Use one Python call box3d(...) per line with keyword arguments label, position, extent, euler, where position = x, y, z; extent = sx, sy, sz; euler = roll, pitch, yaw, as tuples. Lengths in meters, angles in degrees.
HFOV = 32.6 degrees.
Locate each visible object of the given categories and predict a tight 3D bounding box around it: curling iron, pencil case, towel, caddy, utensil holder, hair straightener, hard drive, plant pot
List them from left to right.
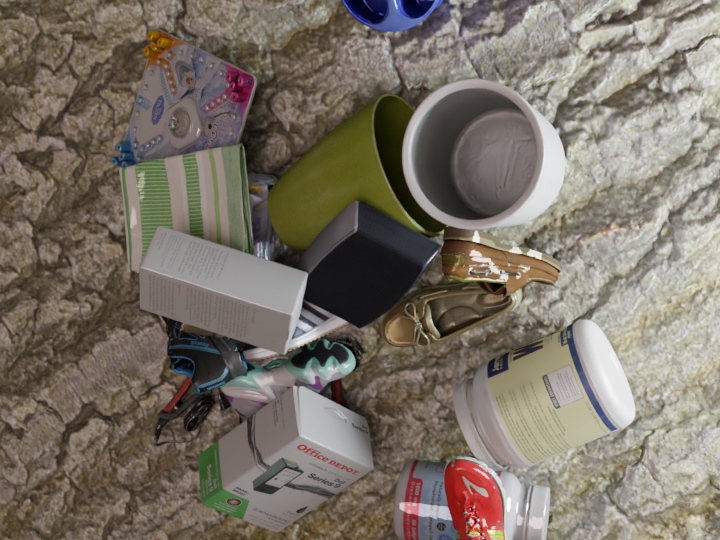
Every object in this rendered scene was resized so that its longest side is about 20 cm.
box3d(label="towel", position=(-0.229, -0.076, 1.602), extent=(0.199, 0.023, 0.154), euler=(-5, 90, 31))
box3d(label="hair straightener", position=(-0.226, 0.184, 1.752), extent=(0.077, 0.041, 0.200), euler=(40, 103, 3))
box3d(label="pencil case", position=(-0.153, -0.034, 1.664), extent=(0.090, 0.083, 0.202), euler=(9, 105, 23))
box3d(label="curling iron", position=(-0.021, 0.187, 1.708), extent=(0.049, 0.026, 0.202), euler=(6, 104, 17))
box3d(label="plant pot", position=(-0.014, -0.099, 1.574), extent=(0.199, 0.187, 0.188), euler=(-22, 96, 28))
box3d(label="hard drive", position=(0.000, 0.000, 1.531), extent=(0.134, 0.043, 0.200), euler=(28, 143, -13))
box3d(label="caddy", position=(0.037, -0.398, 1.520), extent=(0.140, 0.105, 0.202), euler=(-6, 100, 15))
box3d(label="utensil holder", position=(0.155, -0.133, 1.485), extent=(0.169, 0.200, 0.172), euler=(0, 91, 17))

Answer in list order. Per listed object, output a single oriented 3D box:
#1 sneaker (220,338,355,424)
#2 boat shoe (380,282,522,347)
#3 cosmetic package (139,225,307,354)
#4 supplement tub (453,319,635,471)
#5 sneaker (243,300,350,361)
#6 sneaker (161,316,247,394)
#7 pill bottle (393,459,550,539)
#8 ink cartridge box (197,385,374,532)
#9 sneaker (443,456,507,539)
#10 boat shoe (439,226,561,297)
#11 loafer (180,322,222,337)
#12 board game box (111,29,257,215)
box3d(label="sneaker", position=(-0.086, 0.174, 1.697), extent=(0.198, 0.078, 0.141), euler=(-8, 120, 21))
box3d(label="boat shoe", position=(0.115, 0.057, 1.623), extent=(0.199, 0.063, 0.074), euler=(-15, 98, 17))
box3d(label="cosmetic package", position=(-0.174, 0.025, 1.548), extent=(0.199, 0.072, 0.102), euler=(18, 146, 2))
box3d(label="supplement tub", position=(0.233, 0.164, 1.572), extent=(0.199, 0.145, 0.146), euler=(-26, 95, 18))
box3d(label="sneaker", position=(-0.079, 0.040, 1.645), extent=(0.199, 0.070, 0.109), euler=(-24, 96, -10))
box3d(label="sneaker", position=(-0.238, 0.090, 1.676), extent=(0.200, 0.082, 0.074), euler=(39, 153, 41))
box3d(label="pill bottle", position=(0.150, 0.319, 1.648), extent=(0.198, 0.109, 0.110), euler=(5, 103, 14))
box3d(label="ink cartridge box", position=(-0.101, 0.258, 1.664), extent=(0.146, 0.084, 0.200), euler=(29, 126, -36))
box3d(label="sneaker", position=(0.150, 0.333, 1.548), extent=(0.076, 0.085, 0.202), euler=(-12, 100, 16))
box3d(label="boat shoe", position=(0.172, 0.000, 1.539), extent=(0.072, 0.199, 0.069), euler=(-1, 77, 52))
box3d(label="loafer", position=(-0.232, 0.006, 1.651), extent=(0.069, 0.201, 0.076), euler=(-6, 136, -22))
box3d(label="board game box", position=(-0.240, -0.196, 1.639), extent=(0.199, 0.026, 0.201), euler=(30, 108, 32))
